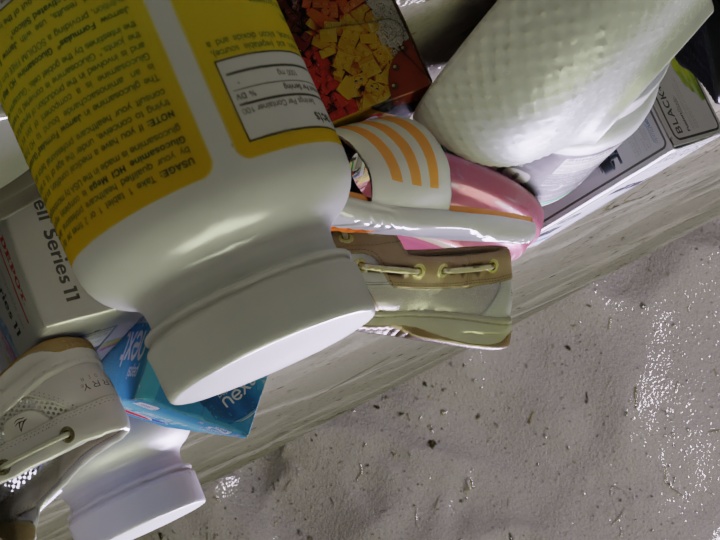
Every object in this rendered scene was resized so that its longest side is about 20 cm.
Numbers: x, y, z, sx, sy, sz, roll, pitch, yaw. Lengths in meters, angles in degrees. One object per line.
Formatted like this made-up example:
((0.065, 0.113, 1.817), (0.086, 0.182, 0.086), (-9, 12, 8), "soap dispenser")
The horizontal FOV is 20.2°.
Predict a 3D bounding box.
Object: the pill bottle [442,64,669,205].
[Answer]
((0.119, -0.115, 1.250), (0.113, 0.113, 0.200), (-22, 171, -14), "pill bottle")

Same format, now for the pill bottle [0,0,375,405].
((-0.073, -0.057, 0.761), (0.112, 0.201, 0.112), (-23, 172, -4), "pill bottle")

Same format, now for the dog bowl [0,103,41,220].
((-0.206, -0.055, 0.886), (0.200, 0.059, 0.200), (-23, 171, -4), "dog bowl")

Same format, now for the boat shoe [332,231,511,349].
((0.000, 0.000, 1.161), (0.199, 0.067, 0.074), (10, -179, -32), "boat shoe")

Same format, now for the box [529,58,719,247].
((0.147, -0.099, 1.420), (0.060, 0.117, 0.200), (-17, 168, -42), "box")

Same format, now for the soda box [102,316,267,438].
((-0.103, 0.047, 1.099), (0.064, 0.068, 0.200), (20, 172, -16), "soda box")

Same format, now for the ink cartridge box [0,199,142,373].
((-0.166, -0.013, 1.053), (0.067, 0.117, 0.200), (-15, 168, -27), "ink cartridge box")

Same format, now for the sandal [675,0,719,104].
((0.203, -0.147, 1.162), (0.045, 0.075, 0.200), (-16, -156, 4), "sandal")

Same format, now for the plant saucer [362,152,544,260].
((0.018, -0.035, 1.313), (0.200, 0.051, 0.201), (12, 167, 3), "plant saucer")

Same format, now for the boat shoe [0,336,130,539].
((-0.195, 0.121, 1.020), (0.200, 0.069, 0.071), (-45, 157, 19), "boat shoe")

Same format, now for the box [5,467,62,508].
((-0.272, 0.153, 1.090), (0.200, 0.041, 0.156), (-42, 153, -5), "box")

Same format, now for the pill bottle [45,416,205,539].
((-0.174, 0.070, 1.262), (0.112, 0.201, 0.112), (-24, 171, -4), "pill bottle")

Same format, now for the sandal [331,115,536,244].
((0.016, -0.048, 1.026), (0.079, 0.059, 0.206), (3, 180, 38), "sandal")

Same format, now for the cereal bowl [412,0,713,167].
((0.122, -0.127, 1.045), (0.200, 0.083, 0.200), (-49, 177, -3), "cereal bowl")

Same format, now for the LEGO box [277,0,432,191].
((-0.060, -0.077, 1.098), (0.149, 0.077, 0.200), (-23, 171, -14), "LEGO box")
